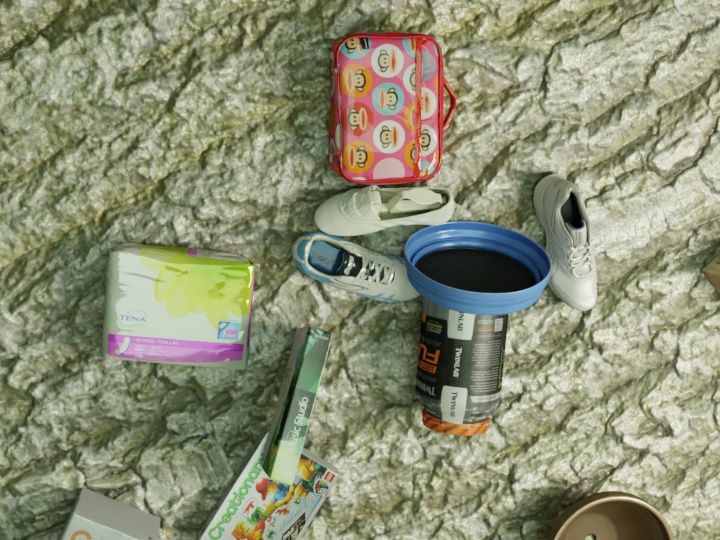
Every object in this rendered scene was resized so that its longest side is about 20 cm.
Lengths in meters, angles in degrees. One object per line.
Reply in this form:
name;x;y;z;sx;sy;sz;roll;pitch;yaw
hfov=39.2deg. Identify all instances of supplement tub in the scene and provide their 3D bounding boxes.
supplement tub;0.141;0.119;1.411;0.121;0.123;0.203;3;98;-9

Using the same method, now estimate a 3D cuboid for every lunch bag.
lunch bag;0.045;-0.218;1.370;0.174;0.082;0.203;-3;101;-12

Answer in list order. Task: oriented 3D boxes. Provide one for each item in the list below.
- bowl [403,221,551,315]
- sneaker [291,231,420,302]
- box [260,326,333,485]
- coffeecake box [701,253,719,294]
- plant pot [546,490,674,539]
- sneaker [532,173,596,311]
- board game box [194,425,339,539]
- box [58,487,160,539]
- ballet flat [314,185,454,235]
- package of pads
bowl;0.155;-0.004;1.361;0.198;0.201;0.040;-1;120;-9
sneaker;0.000;0.000;1.397;0.198;0.072;0.073;16;94;-12
box;-0.088;0.176;1.353;0.036;0.144;0.202;15;83;-9
coffeecake box;0.635;-0.006;1.496;0.200;0.073;0.154;-42;102;-1
plant pot;0.357;0.417;1.507;0.198;0.093;0.204;-2;99;-10
sneaker;0.296;-0.034;1.431;0.074;0.087;0.202;-19;102;-7
board game box;-0.134;0.340;1.446;0.125;0.035;0.201;31;92;-11
box;-0.371;0.424;1.390;0.123;0.097;0.202;25;95;-11
ballet flat;0.036;-0.091;1.383;0.197;0.069;0.070;-4;99;-13
package of pads;-0.245;0.046;1.366;0.197;0.068;0.157;5;98;-10
